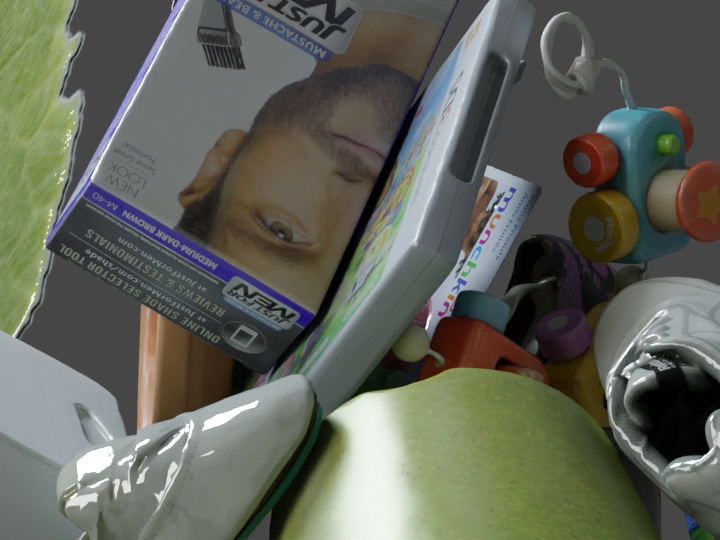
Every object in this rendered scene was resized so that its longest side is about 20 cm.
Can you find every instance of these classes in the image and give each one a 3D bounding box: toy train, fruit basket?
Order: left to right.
[{"bbox_3d":[0.001,0.023,1.279,0.186,0.094,0.200,-60,14,1],"label":"fruit basket"},{"bbox_3d":[0.094,0.002,1.104,0.055,0.150,0.201,6,68,41],"label":"toy train"}]

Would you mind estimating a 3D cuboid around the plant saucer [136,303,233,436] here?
[{"bbox_3d":[-0.080,0.020,1.240,0.200,0.037,0.201,-177,90,-83],"label":"plant saucer"}]

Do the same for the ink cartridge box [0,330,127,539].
[{"bbox_3d":[-0.179,0.129,1.065,0.200,0.084,0.146,-54,21,7],"label":"ink cartridge box"}]

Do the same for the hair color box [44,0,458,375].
[{"bbox_3d":[-0.042,-0.068,1.154,0.065,0.109,0.200,-47,15,53],"label":"hair color box"}]

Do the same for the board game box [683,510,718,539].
[{"bbox_3d":[0.202,0.080,0.932,0.200,0.041,0.200,-47,28,26],"label":"board game box"}]

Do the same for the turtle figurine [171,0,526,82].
[{"bbox_3d":[-0.010,-0.080,1.453,0.144,0.199,0.194,55,135,39],"label":"turtle figurine"}]

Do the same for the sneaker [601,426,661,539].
[{"bbox_3d":[0.108,0.147,1.021,0.079,0.075,0.201,-20,51,34],"label":"sneaker"}]

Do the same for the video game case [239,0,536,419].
[{"bbox_3d":[0.000,0.000,1.126,0.200,0.022,0.182,-53,11,39],"label":"video game case"}]

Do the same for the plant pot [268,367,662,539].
[{"bbox_3d":[0.041,0.138,0.909,0.200,0.200,0.185,-48,28,23],"label":"plant pot"}]

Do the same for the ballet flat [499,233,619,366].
[{"bbox_3d":[0.058,0.075,1.167,0.069,0.071,0.201,-11,54,56],"label":"ballet flat"}]

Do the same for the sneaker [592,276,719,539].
[{"bbox_3d":[0.122,0.044,0.982,0.075,0.081,0.200,-57,23,10],"label":"sneaker"}]

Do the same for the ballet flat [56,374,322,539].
[{"bbox_3d":[-0.095,0.105,0.954,0.200,0.069,0.070,-50,27,17],"label":"ballet flat"}]
